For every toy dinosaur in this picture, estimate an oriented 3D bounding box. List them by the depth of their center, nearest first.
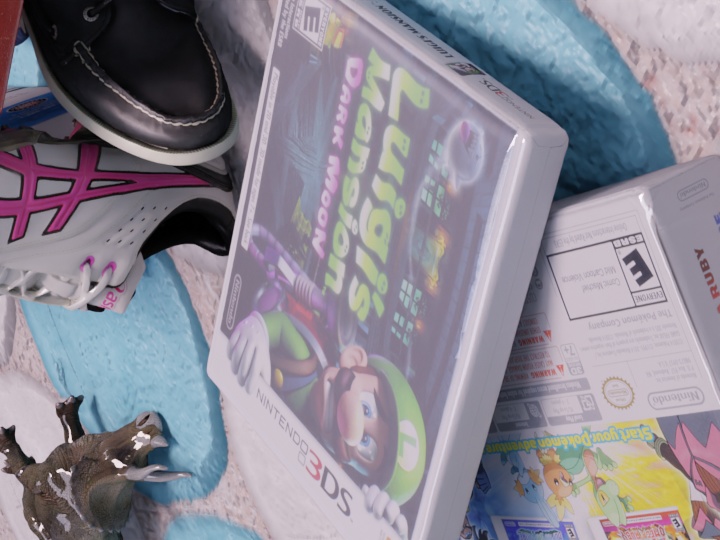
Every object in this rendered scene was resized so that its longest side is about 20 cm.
[{"bbox_3d":[-0.175,0.146,1.094,0.102,0.077,0.200,54,144,28],"label":"toy dinosaur"}]

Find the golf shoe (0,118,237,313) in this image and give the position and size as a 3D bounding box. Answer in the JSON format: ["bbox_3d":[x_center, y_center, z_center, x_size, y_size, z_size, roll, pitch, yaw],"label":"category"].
[{"bbox_3d":[-0.139,-0.019,0.809,0.092,0.199,0.073,58,144,11],"label":"golf shoe"}]

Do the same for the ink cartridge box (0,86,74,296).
[{"bbox_3d":[-0.232,-0.041,0.978,0.200,0.146,0.086,7,118,54],"label":"ink cartridge box"}]

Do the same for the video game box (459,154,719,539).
[{"bbox_3d":[0.090,0.064,0.681,0.200,0.047,0.183,-15,96,58],"label":"video game box"}]

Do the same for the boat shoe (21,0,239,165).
[{"bbox_3d":[-0.115,-0.130,0.817,0.200,0.074,0.066,57,153,36],"label":"boat shoe"}]

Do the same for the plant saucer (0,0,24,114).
[{"bbox_3d":[-0.169,-0.171,0.783,0.200,0.036,0.200,-117,38,-54],"label":"plant saucer"}]

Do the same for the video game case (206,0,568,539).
[{"bbox_3d":[0.000,0.000,0.711,0.182,0.023,0.201,43,128,48],"label":"video game case"}]

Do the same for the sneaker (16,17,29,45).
[{"bbox_3d":[-0.224,-0.206,0.927,0.077,0.085,0.200,-4,131,44],"label":"sneaker"}]
